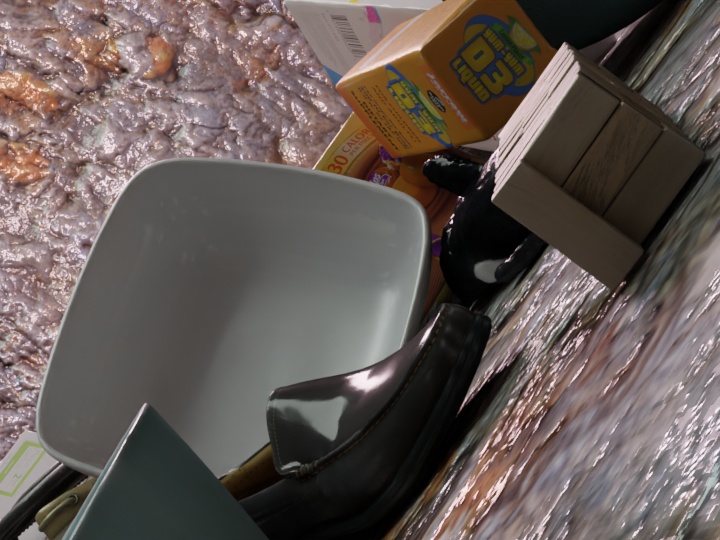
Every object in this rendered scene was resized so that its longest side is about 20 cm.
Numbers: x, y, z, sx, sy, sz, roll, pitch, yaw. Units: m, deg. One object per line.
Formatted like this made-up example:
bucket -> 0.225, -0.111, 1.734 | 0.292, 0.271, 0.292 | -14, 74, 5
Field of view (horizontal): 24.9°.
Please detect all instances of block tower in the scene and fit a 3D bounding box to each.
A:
block tower -> 0.089, -0.048, 0.637 | 0.058, 0.054, 0.200 | -56, 2, 14

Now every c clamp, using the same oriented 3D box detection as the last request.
c clamp -> -0.178, 0.122, 1.015 | 0.200, 0.027, 0.171 | -41, -4, -28

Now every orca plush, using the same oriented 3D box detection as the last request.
orca plush -> 0.068, -0.045, 0.869 | 0.105, 0.071, 0.200 | -56, 2, -17

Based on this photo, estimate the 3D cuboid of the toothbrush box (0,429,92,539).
toothbrush box -> -0.207, 0.237, 1.155 | 0.146, 0.086, 0.200 | -57, -38, -36

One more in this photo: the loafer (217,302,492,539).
loafer -> -0.012, 0.078, 0.724 | 0.200, 0.072, 0.073 | -54, 1, 36

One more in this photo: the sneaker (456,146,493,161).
sneaker -> 0.078, -0.086, 1.225 | 0.078, 0.082, 0.200 | -54, 3, 33

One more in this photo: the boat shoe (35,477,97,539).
boat shoe -> -0.120, 0.116, 0.992 | 0.073, 0.063, 0.201 | -47, 1, 39

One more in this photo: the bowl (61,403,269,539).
bowl -> -0.099, 0.170, 0.697 | 0.201, 0.105, 0.201 | -58, 5, 8

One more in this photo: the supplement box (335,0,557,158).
supplement box -> 0.047, -0.113, 0.946 | 0.069, 0.067, 0.200 | -42, 9, -12

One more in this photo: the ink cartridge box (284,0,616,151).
ink cartridge box -> 0.072, -0.175, 1.153 | 0.200, 0.129, 0.125 | 16, 57, 48

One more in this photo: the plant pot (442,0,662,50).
plant pot -> 0.142, -0.231, 0.977 | 0.134, 0.200, 0.200 | -2, 41, 39

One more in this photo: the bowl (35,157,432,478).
bowl -> -0.062, 0.042, 0.910 | 0.075, 0.199, 0.201 | 62, -139, -61

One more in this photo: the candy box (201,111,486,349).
candy box -> 0.000, 0.000, 1.024 | 0.200, 0.116, 0.057 | -56, -17, -32
